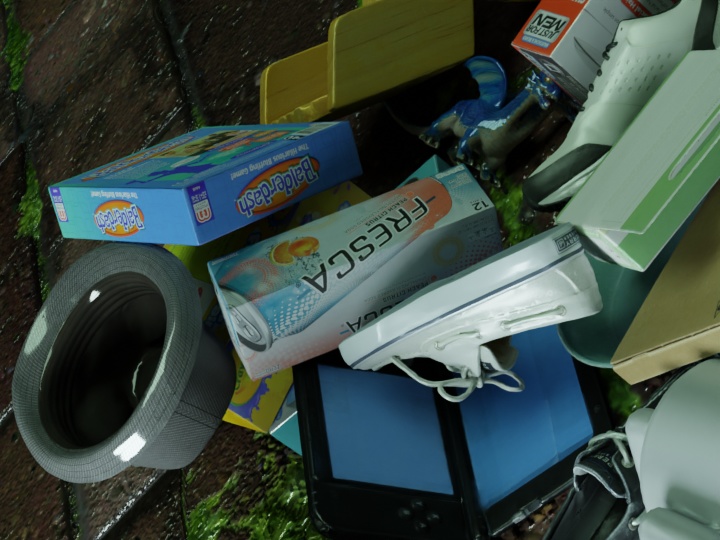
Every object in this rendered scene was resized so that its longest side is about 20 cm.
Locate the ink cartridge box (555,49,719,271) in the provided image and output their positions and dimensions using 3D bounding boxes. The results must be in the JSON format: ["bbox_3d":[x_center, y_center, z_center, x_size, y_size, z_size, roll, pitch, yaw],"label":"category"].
[{"bbox_3d":[0.197,-0.068,1.100,0.146,0.048,0.200,-51,10,-2],"label":"ink cartridge box"}]

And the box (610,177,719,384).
[{"bbox_3d":[0.221,-0.023,1.010,0.164,0.021,0.200,-56,7,-19],"label":"box"}]

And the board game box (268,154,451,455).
[{"bbox_3d":[0.009,0.027,1.410,0.200,0.047,0.152,-41,32,23],"label":"board game box"}]

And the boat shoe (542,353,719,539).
[{"bbox_3d":[0.156,0.125,1.073,0.201,0.068,0.072,-57,30,-8],"label":"boat shoe"}]

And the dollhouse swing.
[{"bbox_3d":[-0.015,-0.222,1.507,0.180,0.177,0.200,-22,4,-19],"label":"dollhouse swing"}]

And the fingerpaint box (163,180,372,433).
[{"bbox_3d":[-0.094,0.013,1.448,0.166,0.073,0.201,8,67,55],"label":"fingerpaint box"}]

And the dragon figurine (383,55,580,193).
[{"bbox_3d":[0.099,-0.125,1.423,0.100,0.059,0.200,-55,30,-2],"label":"dragon figurine"}]

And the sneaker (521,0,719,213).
[{"bbox_3d":[0.181,-0.118,1.242,0.200,0.080,0.074,-41,-5,1],"label":"sneaker"}]

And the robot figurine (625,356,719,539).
[{"bbox_3d":[0.223,0.108,0.949,0.169,0.114,0.199,-30,21,-23],"label":"robot figurine"}]

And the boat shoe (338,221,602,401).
[{"bbox_3d":[0.075,0.044,1.188,0.201,0.087,0.074,-27,2,35],"label":"boat shoe"}]

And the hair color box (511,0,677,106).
[{"bbox_3d":[0.210,-0.204,1.292,0.201,0.111,0.064,-55,29,-2],"label":"hair color box"}]

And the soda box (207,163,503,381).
[{"bbox_3d":[0.000,0.000,1.274,0.198,0.069,0.064,-22,37,-8],"label":"soda box"}]

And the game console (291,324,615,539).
[{"bbox_3d":[0.055,0.080,1.228,0.201,0.174,0.117,-100,24,-52],"label":"game console"}]

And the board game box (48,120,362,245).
[{"bbox_3d":[-0.117,-0.066,1.362,0.151,0.045,0.199,-25,17,-33],"label":"board game box"}]

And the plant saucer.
[{"bbox_3d":[0.208,-0.013,1.160,0.200,0.036,0.201,-40,26,24],"label":"plant saucer"}]

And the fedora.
[{"bbox_3d":[-0.158,0.076,1.324,0.199,0.090,0.178,14,77,53],"label":"fedora"}]
